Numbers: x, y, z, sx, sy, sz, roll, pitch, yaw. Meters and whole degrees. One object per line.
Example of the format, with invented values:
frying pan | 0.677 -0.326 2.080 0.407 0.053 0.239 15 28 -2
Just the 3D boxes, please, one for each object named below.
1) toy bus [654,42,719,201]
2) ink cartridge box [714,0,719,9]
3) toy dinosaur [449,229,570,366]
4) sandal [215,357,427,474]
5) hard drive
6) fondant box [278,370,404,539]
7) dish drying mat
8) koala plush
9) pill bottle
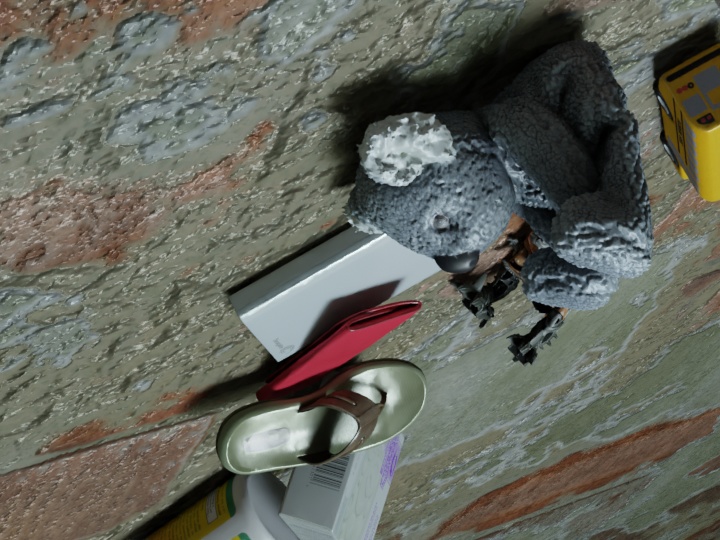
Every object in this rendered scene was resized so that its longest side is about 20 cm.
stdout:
toy bus | 0.290 -0.118 1.391 0.065 0.079 0.200 -29 158 3
ink cartridge box | 0.295 -0.233 1.053 0.082 0.148 0.200 -14 154 -28
toy dinosaur | 0.171 0.013 1.531 0.136 0.102 0.200 -43 138 -8
sandal | -0.028 0.139 1.484 0.199 0.081 0.057 -18 -159 -20
hard drive | 0.000 0.000 1.370 0.199 0.027 0.132 -29 159 1
fondant box | -0.015 0.195 1.627 0.058 0.146 0.200 15 163 12
dish drying mat | -0.023 0.068 1.447 0.076 0.018 0.200 -16 167 -31
koala plush | 0.087 -0.067 1.197 0.198 0.186 0.177 -4 168 -4
pill bottle | -0.156 0.296 1.714 0.199 0.113 0.113 -37 157 18
